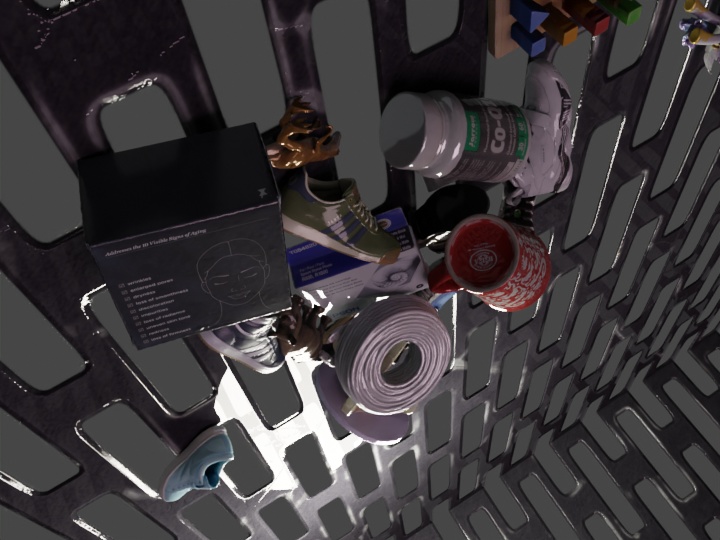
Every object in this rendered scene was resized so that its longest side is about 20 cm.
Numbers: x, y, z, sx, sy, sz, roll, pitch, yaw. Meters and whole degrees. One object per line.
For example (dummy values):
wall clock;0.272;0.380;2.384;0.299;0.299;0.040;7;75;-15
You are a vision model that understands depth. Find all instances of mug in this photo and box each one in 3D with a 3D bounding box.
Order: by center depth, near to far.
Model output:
mug;0.187;0.002;1.078;0.178;0.134;0.199;-45;160;12

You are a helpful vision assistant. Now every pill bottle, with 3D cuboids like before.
pill bottle;0.128;-0.179;0.977;0.197;0.114;0.114;-3;137;-39

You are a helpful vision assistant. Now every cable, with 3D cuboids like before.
cable;0.055;0.136;1.181;0.199;0.069;0.201;-41;126;-5

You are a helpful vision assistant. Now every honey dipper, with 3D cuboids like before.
honey dipper;-0.001;0.061;1.260;0.200;0.038;0.038;-45;149;19

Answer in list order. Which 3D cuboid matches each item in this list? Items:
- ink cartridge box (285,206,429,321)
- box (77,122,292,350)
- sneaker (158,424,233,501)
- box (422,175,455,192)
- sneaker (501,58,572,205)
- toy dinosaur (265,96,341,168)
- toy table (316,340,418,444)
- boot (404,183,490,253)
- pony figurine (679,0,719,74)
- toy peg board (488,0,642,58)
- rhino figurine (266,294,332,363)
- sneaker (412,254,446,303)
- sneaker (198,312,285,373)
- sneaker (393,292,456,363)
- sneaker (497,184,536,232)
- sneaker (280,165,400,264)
ink cartridge box;0.000;0.000;1.114;0.196;0.041;0.200;-20;150;9
box;-0.187;-0.034;0.818;0.196;0.126;0.198;-14;147;-11
sneaker;-0.303;0.377;1.337;0.073;0.082;0.201;9;128;-49
box;0.184;-0.176;1.105;0.197;0.042;0.039;-26;-175;-18
sneaker;0.245;-0.195;1.059;0.113;0.075;0.204;-24;118;-22
toy dinosaur;-0.092;-0.141;0.863;0.197;0.061;0.107;-15;145;-32
toy table;0.016;0.210;1.314;0.185;0.197;0.118;-59;176;-38
boot;0.159;-0.076;1.174;0.198;0.071;0.172;-21;163;40
pony figurine;0.608;-0.393;1.168;0.196;0.168;0.196;2;128;-25
toy peg board;0.263;-0.360;0.887;0.197;0.098;0.201;-31;149;-9
rhino figurine;-0.091;0.086;1.067;0.200;0.059;0.089;62;50;-74
sneaker;0.113;0.025;1.257;0.199;0.075;0.116;-38;177;-15
sneaker;-0.149;0.088;1.109;0.108;0.071;0.199;-40;147;11
sneaker;0.112;0.100;1.372;0.200;0.090;0.078;-45;150;16
sneaker;0.259;-0.055;1.252;0.116;0.074;0.204;83;24;-67
sneaker;-0.018;-0.077;0.976;0.197;0.067;0.091;18;114;-24
